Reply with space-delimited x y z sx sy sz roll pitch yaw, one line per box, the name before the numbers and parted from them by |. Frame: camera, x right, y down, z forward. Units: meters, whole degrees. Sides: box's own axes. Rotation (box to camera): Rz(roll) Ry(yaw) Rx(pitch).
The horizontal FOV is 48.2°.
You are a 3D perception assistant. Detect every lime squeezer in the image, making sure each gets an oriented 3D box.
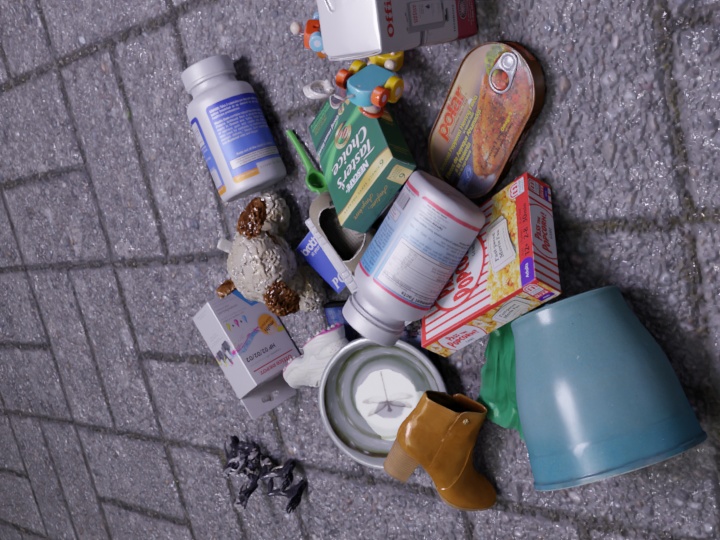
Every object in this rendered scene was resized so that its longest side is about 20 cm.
lime squeezer | -0.066 -0.116 1.217 0.070 0.037 0.204 -157 52 -70

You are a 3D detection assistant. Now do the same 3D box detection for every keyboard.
keyboard | 0.000 0.000 1.122 0.056 0.011 0.202 -34 95 -1

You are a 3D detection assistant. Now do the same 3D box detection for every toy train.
toy train | -0.017 -0.254 1.017 0.146 0.203 0.056 0 135 -3

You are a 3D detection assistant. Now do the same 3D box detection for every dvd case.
dvd case | 0.033 0.111 1.225 0.197 0.017 0.146 -7 102 44

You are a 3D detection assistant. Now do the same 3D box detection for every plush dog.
plush dog | -0.149 -0.011 1.205 0.203 0.158 0.172 64 171 1

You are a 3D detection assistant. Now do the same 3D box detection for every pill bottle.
pill bottle | 0.061 -0.011 0.996 0.108 0.108 0.202 39 107 22
pill bottle | -0.198 -0.218 1.231 0.111 0.111 0.204 -19 94 44

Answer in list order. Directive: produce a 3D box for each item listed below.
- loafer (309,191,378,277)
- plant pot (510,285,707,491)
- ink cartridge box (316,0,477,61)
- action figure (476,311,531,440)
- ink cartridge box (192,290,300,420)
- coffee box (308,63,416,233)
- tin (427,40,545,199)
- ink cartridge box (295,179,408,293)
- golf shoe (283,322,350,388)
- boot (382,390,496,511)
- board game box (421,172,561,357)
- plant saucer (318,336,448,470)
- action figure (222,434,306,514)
loafer | 0.006 -0.023 1.078 0.199 0.068 0.076 39 103 -1
plant pot | 0.262 0.127 0.919 0.199 0.197 0.192 -30 73 44
ink cartridge box | 0.043 -0.325 0.909 0.082 0.199 0.150 5 111 39
action figure | 0.203 0.113 1.048 0.117 0.054 0.204 18 120 38
ink cartridge box | -0.179 0.133 1.356 0.068 0.114 0.202 -38 82 44
coffee box | -0.003 -0.162 1.050 0.123 0.043 0.203 -49 43 33
tin | 0.151 -0.183 0.985 0.111 0.042 0.202 39 130 18
ink cartridge box | -0.004 -0.065 1.144 0.094 0.044 0.200 43 128 3
golf shoe | -0.065 0.161 1.279 0.092 0.074 0.200 57 147 11
boot | 0.141 0.248 1.110 0.145 0.198 0.071 -57 23 22
board game box | 0.154 -0.002 0.991 0.199 0.046 0.154 -38 39 44
plant saucer | 0.037 0.188 1.179 0.195 0.050 0.205 3 103 14
action figure | -0.201 0.377 1.489 0.197 0.102 0.121 9 125 37
